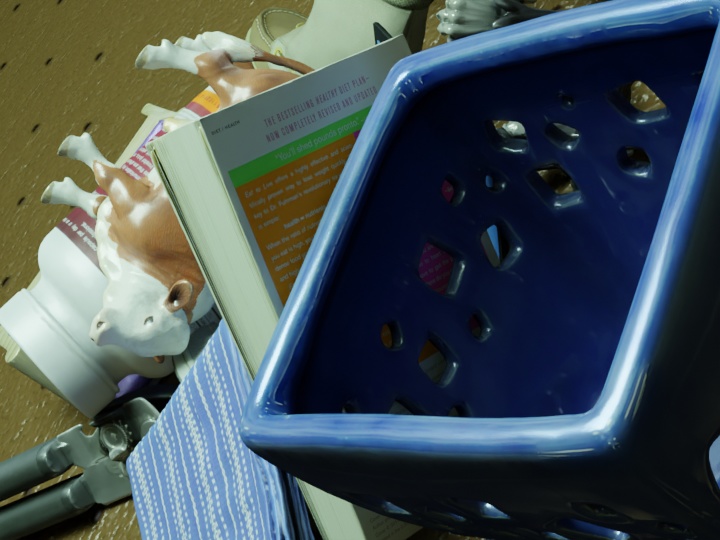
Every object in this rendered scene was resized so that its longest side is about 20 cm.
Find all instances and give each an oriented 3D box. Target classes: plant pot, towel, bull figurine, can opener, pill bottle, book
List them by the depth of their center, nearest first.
[{"bbox_3d":[0.101,0.025,0.659,0.200,0.180,0.200,-6,54,47],"label":"plant pot"},{"bbox_3d":[0.007,0.009,0.731,0.133,0.200,0.048,-27,7,-35],"label":"book"},{"bbox_3d":[-0.076,0.119,0.802,0.200,0.024,0.145,-52,46,52],"label":"towel"},{"bbox_3d":[-0.099,-0.045,0.901,0.200,0.121,0.065,-51,-7,-19],"label":"bull figurine"},{"bbox_3d":[-0.118,-0.011,0.988,0.200,0.113,0.113,-43,32,-9],"label":"pill bottle"},{"bbox_3d":[-0.178,0.123,1.032,0.200,0.053,0.067,-25,9,35],"label":"can opener"}]

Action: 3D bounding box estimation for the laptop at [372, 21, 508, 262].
[{"bbox_3d":[0.000,0.000,0.874,0.200,0.103,0.177,-46,33,8],"label":"laptop"}]

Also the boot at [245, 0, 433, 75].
[{"bbox_3d":[-0.010,-0.161,1.005,0.200,0.072,0.155,-125,39,-51],"label":"boot"}]

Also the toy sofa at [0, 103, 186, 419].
[{"bbox_3d":[-0.146,-0.005,1.073,0.200,0.083,0.098,-56,32,-8],"label":"toy sofa"}]

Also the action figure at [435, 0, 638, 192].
[{"bbox_3d":[0.086,-0.096,0.858,0.200,0.102,0.119,-107,17,-57],"label":"action figure"}]

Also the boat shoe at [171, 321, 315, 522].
[{"bbox_3d":[-0.040,0.067,0.851,0.065,0.074,0.202,-44,24,-7],"label":"boat shoe"}]
